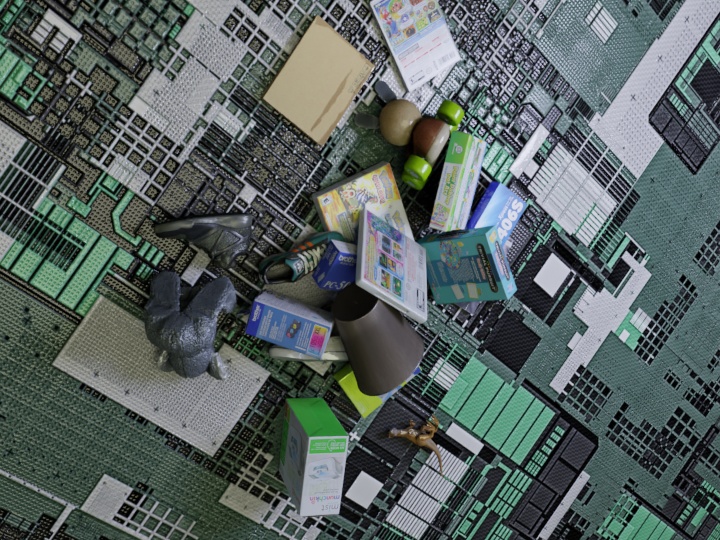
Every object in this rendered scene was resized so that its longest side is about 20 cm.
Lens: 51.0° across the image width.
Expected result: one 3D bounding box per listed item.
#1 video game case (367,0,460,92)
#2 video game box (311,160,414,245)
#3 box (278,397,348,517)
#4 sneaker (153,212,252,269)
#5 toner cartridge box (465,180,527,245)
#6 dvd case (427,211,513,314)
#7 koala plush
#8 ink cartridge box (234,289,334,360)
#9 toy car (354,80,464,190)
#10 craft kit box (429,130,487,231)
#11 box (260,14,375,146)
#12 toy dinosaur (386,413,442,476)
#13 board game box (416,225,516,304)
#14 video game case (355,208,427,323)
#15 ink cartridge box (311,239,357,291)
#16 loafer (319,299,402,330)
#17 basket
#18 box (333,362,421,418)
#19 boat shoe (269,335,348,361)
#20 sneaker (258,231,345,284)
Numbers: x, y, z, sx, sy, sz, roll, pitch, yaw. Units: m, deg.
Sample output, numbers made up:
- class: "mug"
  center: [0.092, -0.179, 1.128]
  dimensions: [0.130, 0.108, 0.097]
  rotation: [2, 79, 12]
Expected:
- class: "video game case"
  center: [0.116, -0.502, 1.587]
  dimensions: [0.142, 0.018, 0.203]
  rotation: [-33, 113, -10]
- class: "video game box"
  center: [0.011, -0.106, 1.632]
  dimensions: [0.179, 0.047, 0.204]
  rotation: [-27, 112, -15]
- class: "box"
  center: [-0.103, 0.398, 1.630]
  dimensions: [0.094, 0.200, 0.181]
  rotation: [3, 104, -21]
- class: "sneaker"
  center: [-0.310, -0.054, 1.501]
  dimensions: [0.195, 0.076, 0.117]
  rotation: [-4, 99, -26]
- class: "toner cartridge box"
  center: [0.293, -0.092, 1.730]
  dimensions: [0.094, 0.043, 0.203]
  rotation: [30, 89, -23]
- class: "dvd case"
  center: [0.258, -0.017, 1.767]
  dimensions: [0.147, 0.016, 0.203]
  rotation: [29, 91, -24]
- class: "koala plush"
  center: [-0.342, 0.137, 1.494]
  dimensions: [0.172, 0.186, 0.203]
  rotation: [6, 130, 2]
- class: "ink cartridge box"
  center: [-0.155, 0.103, 1.548]
  dimensions: [0.196, 0.136, 0.078]
  rotation: [21, 98, 0]
- class: "toy car"
  center: [0.091, -0.301, 1.587]
  dimensions: [0.198, 0.158, 0.166]
  rotation: [32, 84, 3]
- class: "craft kit box"
  center: [0.212, -0.188, 1.620]
  dimensions: [0.047, 0.197, 0.205]
  rotation: [16, 99, 15]
- class: "box"
  center: [-0.084, -0.384, 1.535]
  dimensions: [0.162, 0.021, 0.202]
  rotation: [35, 90, -25]
- class: "toy dinosaur"
  center: [0.152, 0.405, 1.821]
  dimensions: [0.198, 0.061, 0.107]
  rotation: [32, 115, -20]
- class: "board game box"
  center: [0.228, -0.009, 1.646]
  dimensions: [0.047, 0.197, 0.154]
  rotation: [-36, 111, -41]
- class: "video game case"
  center: [0.067, -0.011, 1.563]
  dimensions: [0.180, 0.203, 0.024]
  rotation: [31, 132, -27]
- class: "ink cartridge box"
  center: [0.000, 0.000, 1.591]
  dimensions: [0.197, 0.044, 0.095]
  rotation: [10, 120, -41]
- class: "loafer"
  center: [0.001, 0.098, 1.669]
  dimensions: [0.195, 0.063, 0.074]
  rotation: [-4, 105, -20]
- class: "basket"
  center: [0.028, 0.131, 1.579]
  dimensions: [0.180, 0.135, 0.202]
  rotation: [-42, 129, -17]
- class: "box"
  center: [0.049, 0.227, 1.730]
  dimensions: [0.199, 0.048, 0.123]
  rotation: [-38, 114, -8]
- class: "boat shoe"
  center: [-0.104, 0.161, 1.649]
  dimensions: [0.195, 0.071, 0.072]
  rotation: [2, 78, -19]
- class: "sneaker"
  center: [-0.118, -0.017, 1.563]
  dimensions: [0.196, 0.080, 0.073]
  rotation: [-24, 110, 0]
